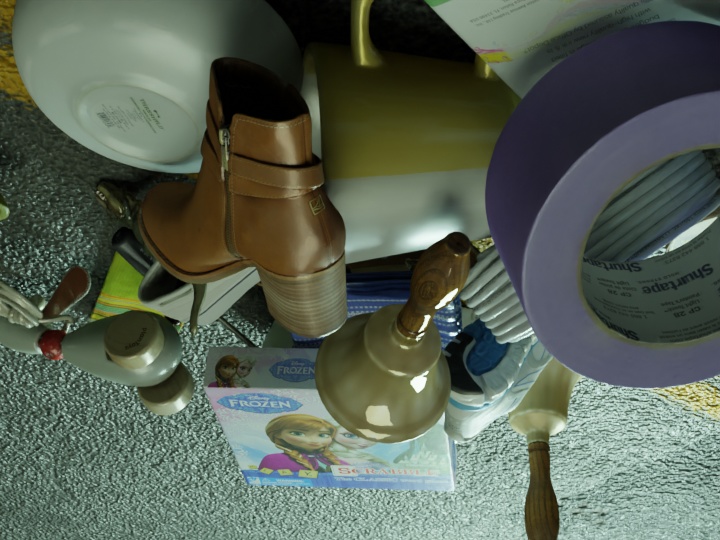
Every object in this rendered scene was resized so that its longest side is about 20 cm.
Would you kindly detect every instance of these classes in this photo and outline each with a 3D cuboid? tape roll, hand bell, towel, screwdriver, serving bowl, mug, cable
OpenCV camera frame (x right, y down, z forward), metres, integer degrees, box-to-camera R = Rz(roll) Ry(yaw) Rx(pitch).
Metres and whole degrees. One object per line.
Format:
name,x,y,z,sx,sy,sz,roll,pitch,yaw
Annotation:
tape roll,0.177,-0.035,0.745,0.198,0.085,0.201,-6,127,-9
hand bell,0.038,0.033,0.883,0.103,0.105,0.200,9,150,-9
towel,-0.189,0.018,1.169,0.085,0.018,0.200,12,147,-16
screwdriver,-0.141,0.022,1.129,0.028,0.029,0.200,-16,141,34
hand bell,0.167,0.176,1.216,0.103,0.201,0.104,2,150,1
towel,0.015,0.063,1.067,0.144,0.024,0.201,-2,145,8
serving bowl,-0.141,-0.124,0.866,0.198,0.066,0.201,9,151,5
mug,0.042,-0.087,0.862,0.152,0.151,0.187,-1,156,-7
cable,0.160,-0.025,0.917,0.069,0.200,0.200,53,147,2

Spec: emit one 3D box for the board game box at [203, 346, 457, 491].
board game box,-0.019,0.132,1.127,0.198,0.041,0.200,0,147,8

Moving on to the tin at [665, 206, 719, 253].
tin,0.336,-0.037,1.009,0.199,0.042,0.112,-10,150,21

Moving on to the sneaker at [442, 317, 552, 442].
sneaker,0.122,0.068,1.068,0.075,0.200,0.087,30,136,25

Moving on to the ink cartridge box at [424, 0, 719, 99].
ink cartridge box,0.130,-0.177,0.751,0.145,0.088,0.200,-19,141,33

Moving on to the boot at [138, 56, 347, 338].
boot,-0.085,-0.059,0.811,0.076,0.200,0.156,-28,130,-25

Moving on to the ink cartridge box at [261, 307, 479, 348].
ink cartridge box,0.017,0.089,1.200,0.198,0.086,0.147,13,146,-13

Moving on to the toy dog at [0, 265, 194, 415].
toy dog,-0.226,0.046,1.150,0.199,0.097,0.132,25,150,8

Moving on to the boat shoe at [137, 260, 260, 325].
boat shoe,-0.103,-0.029,1.003,0.065,0.072,0.200,13,141,-39

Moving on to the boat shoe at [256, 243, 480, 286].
boat shoe,0.000,0.000,1.065,0.198,0.074,0.076,9,149,-8

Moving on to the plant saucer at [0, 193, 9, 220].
plant saucer,-0.402,-0.082,0.997,0.199,0.048,0.199,-18,143,31

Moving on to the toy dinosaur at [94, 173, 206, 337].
toy dinosaur,-0.147,-0.039,0.972,0.047,0.200,0.089,-3,119,-29
